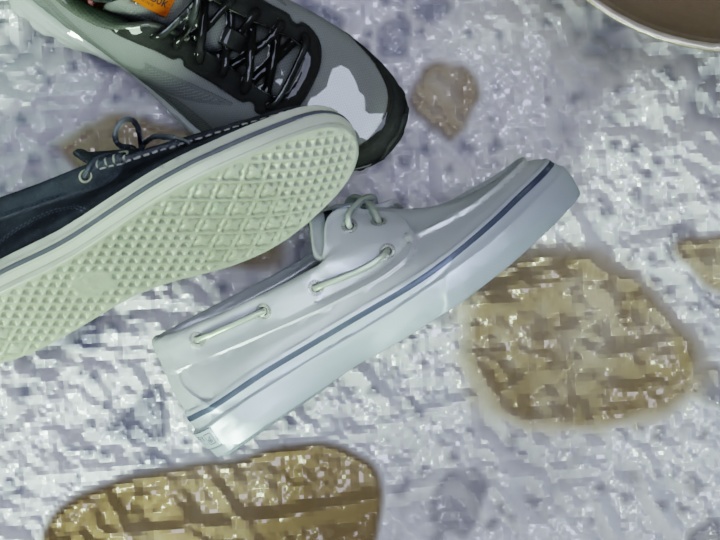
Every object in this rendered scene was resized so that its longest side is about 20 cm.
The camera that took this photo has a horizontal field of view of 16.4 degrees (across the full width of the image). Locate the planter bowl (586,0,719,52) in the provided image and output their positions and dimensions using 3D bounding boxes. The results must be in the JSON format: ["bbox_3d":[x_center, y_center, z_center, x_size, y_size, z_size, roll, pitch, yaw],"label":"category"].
[{"bbox_3d":[0.159,-0.189,1.056,0.198,0.135,0.202,0,91,7],"label":"planter bowl"}]

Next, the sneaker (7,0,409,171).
[{"bbox_3d":[-0.071,-0.101,1.073,0.199,0.079,0.074,28,86,-6],"label":"sneaker"}]

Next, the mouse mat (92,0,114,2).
[{"bbox_3d":[-0.178,-0.183,1.039,0.198,0.161,0.008,19,128,-6],"label":"mouse mat"}]

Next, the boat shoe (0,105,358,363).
[{"bbox_3d":[-0.096,-0.027,1.064,0.199,0.075,0.063,-25,54,8],"label":"boat shoe"}]

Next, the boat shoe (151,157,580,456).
[{"bbox_3d":[0.000,0.000,1.080,0.199,0.074,0.067,-35,95,-4],"label":"boat shoe"}]
